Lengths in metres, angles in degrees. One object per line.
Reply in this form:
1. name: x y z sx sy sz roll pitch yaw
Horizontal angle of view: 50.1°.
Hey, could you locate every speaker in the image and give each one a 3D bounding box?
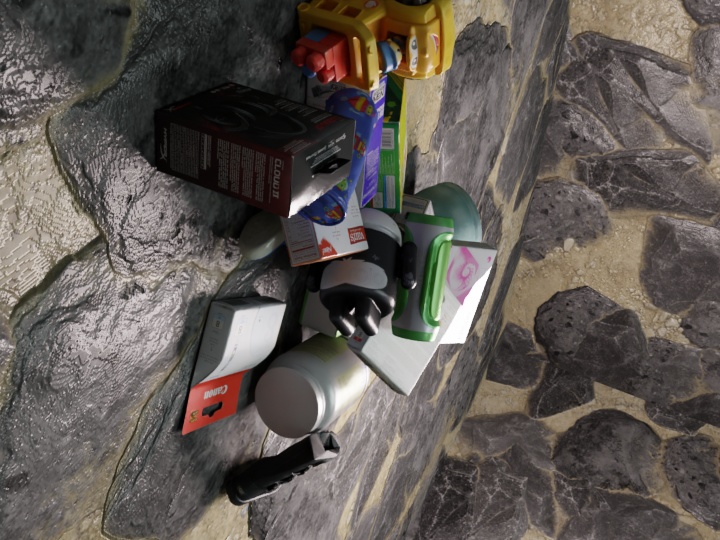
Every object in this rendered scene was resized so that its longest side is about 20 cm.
1. speaker: 0.101 0.011 1.265 0.088 0.087 0.203 0 98 -70

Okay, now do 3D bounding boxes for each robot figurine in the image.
1. robot figurine: 0.002 0.001 1.212 0.125 0.148 0.203 133 -31 -58

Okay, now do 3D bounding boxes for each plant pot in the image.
1. plant pot: 0.151 -0.087 1.698 0.133 0.200 0.203 -12 124 -36

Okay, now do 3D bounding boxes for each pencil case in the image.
1. pencil case: -0.034 -0.150 1.014 0.078 0.086 0.202 38 49 -26

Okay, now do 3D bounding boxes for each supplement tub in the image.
1. supplement tub: -0.083 0.198 1.350 0.200 0.143 0.147 -25 131 -64

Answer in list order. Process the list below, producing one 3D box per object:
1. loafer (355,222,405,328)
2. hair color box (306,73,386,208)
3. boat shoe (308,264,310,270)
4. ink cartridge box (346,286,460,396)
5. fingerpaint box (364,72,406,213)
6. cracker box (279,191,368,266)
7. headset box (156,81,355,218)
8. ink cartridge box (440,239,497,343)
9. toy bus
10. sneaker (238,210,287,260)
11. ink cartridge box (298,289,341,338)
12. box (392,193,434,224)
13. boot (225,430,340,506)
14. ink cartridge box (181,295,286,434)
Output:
1. loafer: 0.035 0.007 1.345 0.070 0.074 0.202 49 62 -71
2. hair color box: -0.026 -0.209 1.182 0.065 0.108 0.202 -48 151 -47
3. boat shoe: -0.052 -0.080 1.314 0.067 0.071 0.203 167 -63 -74
4. ink cartridge box: 0.079 0.094 1.353 0.162 0.050 0.201 47 67 -39
5. fingerpaint box: 0.040 -0.229 1.330 0.201 0.072 0.168 86 10 -49
6. cracker box: -0.063 -0.115 1.091 0.133 0.057 0.203 -15 93 -60
7. headset box: -0.109 -0.140 0.881 0.149 0.198 0.078 -42 146 -52
8. ink cartridge box: 0.153 0.041 1.421 0.198 0.043 0.199 1 112 -46
9. toy bus: 0.005 -0.312 1.054 0.192 0.198 0.137 -47 149 -33
10. sneaker: -0.105 -0.052 1.149 0.201 0.076 0.112 -61 146 -45
11. ink cartridge box: -0.023 0.027 1.446 0.200 0.083 0.148 -18 125 -66
12. box: 0.079 -0.028 1.461 0.117 0.059 0.202 63 46 -63
13. boot: -0.116 0.328 1.335 0.199 0.066 0.164 -37 173 23
14. ink cartridge box: -0.188 0.142 1.157 0.160 0.047 0.203 -5 110 -70
